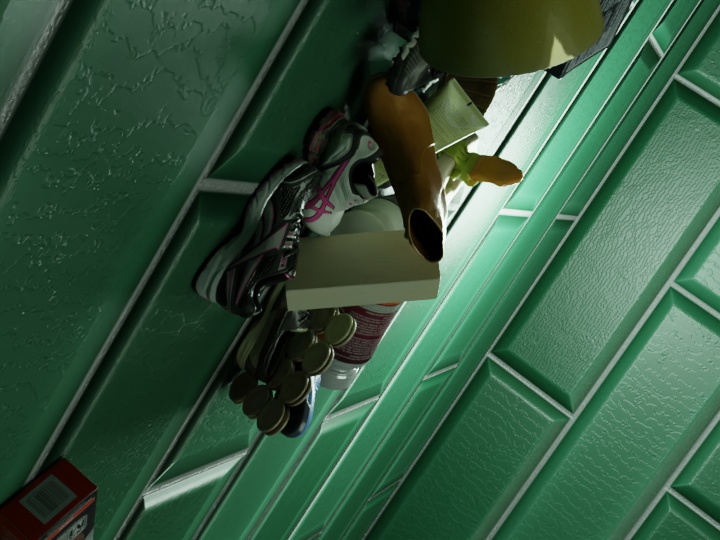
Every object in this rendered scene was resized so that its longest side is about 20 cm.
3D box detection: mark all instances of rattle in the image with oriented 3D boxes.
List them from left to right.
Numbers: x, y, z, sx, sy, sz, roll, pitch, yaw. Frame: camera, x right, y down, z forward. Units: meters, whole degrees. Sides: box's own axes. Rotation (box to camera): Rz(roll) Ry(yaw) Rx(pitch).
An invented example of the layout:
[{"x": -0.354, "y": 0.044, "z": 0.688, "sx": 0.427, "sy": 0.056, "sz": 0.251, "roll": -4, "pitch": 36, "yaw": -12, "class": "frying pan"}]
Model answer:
[{"x": 0.174, "y": -0.117, "z": 1.786, "sx": 0.130, "sy": 0.142, "sz": 0.201, "roll": -63, "pitch": 172, "yaw": -58, "class": "rattle"}]

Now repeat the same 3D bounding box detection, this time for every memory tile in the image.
[{"x": -0.096, "y": 0.126, "z": 1.525, "sx": 0.200, "sy": 0.153, "sz": 0.017, "roll": -52, "pitch": 124, "yaw": -6, "class": "memory tile"}]

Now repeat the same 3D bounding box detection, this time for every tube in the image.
[{"x": 0.061, "y": -0.160, "z": 1.366, "sx": 0.199, "sy": 0.052, "sz": 0.058, "roll": -31, "pitch": 157, "yaw": 28, "class": "tube"}]

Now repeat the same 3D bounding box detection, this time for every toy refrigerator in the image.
[{"x": 0.000, "y": 0.000, "z": 1.419, "sx": 0.198, "sy": 0.077, "sz": 0.070, "roll": -5, "pitch": 154, "yaw": -3, "class": "toy refrigerator"}]

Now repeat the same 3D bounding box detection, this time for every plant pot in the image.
[{"x": 0.148, "y": -0.310, "z": 1.132, "sx": 0.200, "sy": 0.199, "sz": 0.143, "roll": -42, "pitch": 134, "yaw": -35, "class": "plant pot"}]

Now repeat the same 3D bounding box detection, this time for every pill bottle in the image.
[{"x": -0.017, "y": 0.077, "z": 1.674, "sx": 0.114, "sy": 0.114, "sz": 0.201, "roll": -25, "pitch": 147, "yaw": -59, "class": "pill bottle"}, {"x": 0.039, "y": -0.050, "z": 1.569, "sx": 0.117, "sy": 0.116, "sz": 0.200, "roll": -60, "pitch": 162, "yaw": 21, "class": "pill bottle"}]

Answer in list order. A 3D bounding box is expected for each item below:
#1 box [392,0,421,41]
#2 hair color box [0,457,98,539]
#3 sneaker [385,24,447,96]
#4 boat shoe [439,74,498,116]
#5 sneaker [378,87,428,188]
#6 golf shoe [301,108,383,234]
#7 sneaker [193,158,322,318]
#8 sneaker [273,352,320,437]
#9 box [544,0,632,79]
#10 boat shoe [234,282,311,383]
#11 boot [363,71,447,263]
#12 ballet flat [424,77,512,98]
[{"x": 0.095, "y": -0.365, "z": 1.222, "sx": 0.137, "sy": 0.038, "sz": 0.200, "roll": -47, "pitch": 163, "yaw": -21, "class": "box"}, {"x": -0.366, "y": 0.318, "z": 1.272, "sx": 0.101, "sy": 0.061, "sz": 0.201, "roll": -41, "pitch": 160, "yaw": -40, "class": "hair color box"}, {"x": 0.113, "y": -0.257, "z": 1.262, "sx": 0.200, "sy": 0.090, "sz": 0.067, "roll": -44, "pitch": 161, "yaw": -29, "class": "sneaker"}, {"x": 0.146, "y": -0.259, "z": 1.451, "sx": 0.069, "sy": 0.073, "sz": 0.202, "roll": 110, "pitch": -1, "yaw": -71, "class": "boat shoe"}, {"x": 0.054, "y": -0.166, "z": 1.441, "sx": 0.075, "sy": 0.079, "sz": 0.201, "roll": -44, "pitch": 163, "yaw": -29, "class": "sneaker"}, {"x": -0.026, "y": -0.100, "z": 1.329, "sx": 0.073, "sy": 0.092, "sz": 0.201, "roll": -44, "pitch": 163, "yaw": -31, "class": "golf shoe"}, {"x": -0.099, "y": -0.030, "z": 1.270, "sx": 0.201, "sy": 0.086, "sz": 0.080, "roll": -55, "pitch": 166, "yaw": 1, "class": "sneaker"}, {"x": -0.081, "y": 0.166, "z": 1.551, "sx": 0.066, "sy": 0.201, "sz": 0.078, "roll": -31, "pitch": 126, "yaw": 18, "class": "sneaker"}, {"x": 0.324, "y": -0.418, "z": 1.607, "sx": 0.198, "sy": 0.123, "sz": 0.201, "roll": -37, "pitch": 155, "yaw": -48, "class": "box"}, {"x": -0.098, "y": 0.064, "z": 1.500, "sx": 0.202, "sy": 0.066, "sz": 0.072, "roll": -57, "pitch": 164, "yaw": 12, "class": "boat shoe"}, {"x": 0.059, "y": -0.119, "z": 1.277, "sx": 0.145, "sy": 0.070, "sz": 0.202, "roll": -92, "pitch": 160, "yaw": -52, "class": "boot"}, {"x": 0.147, "y": -0.267, "z": 1.551, "sx": 0.200, "sy": 0.076, "sz": 0.064, "roll": -34, "pitch": -174, "yaw": -41, "class": "ballet flat"}]
